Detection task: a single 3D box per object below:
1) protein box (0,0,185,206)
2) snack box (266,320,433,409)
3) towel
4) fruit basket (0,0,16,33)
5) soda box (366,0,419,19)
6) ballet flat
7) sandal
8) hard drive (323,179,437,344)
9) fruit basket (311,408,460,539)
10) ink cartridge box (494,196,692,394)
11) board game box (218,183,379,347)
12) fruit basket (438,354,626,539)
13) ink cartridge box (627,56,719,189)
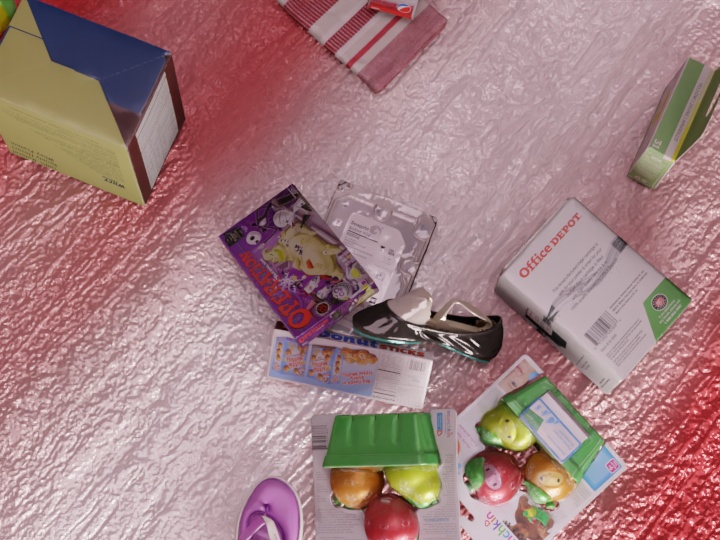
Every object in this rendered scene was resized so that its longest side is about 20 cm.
[{"bbox_3d":[-0.338,-0.205,1.728,0.197,0.200,0.136,22,73,4],"label":"protein box"},{"bbox_3d":[-0.014,0.116,1.713,0.198,0.024,0.072,12,118,1],"label":"snack box"},{"bbox_3d":[-0.001,-0.348,1.879,0.200,0.023,0.144,43,77,11],"label":"towel"},{"bbox_3d":[-0.557,-0.356,1.801,0.213,0.156,0.217,-4,66,9],"label":"fruit basket"},{"bbox_3d":[0.064,-0.439,1.870,0.069,0.064,0.201,15,63,-1],"label":"soda box"},{"bbox_3d":[0.087,0.059,1.707,0.198,0.068,0.069,12,113,-23],"label":"ballet flat"},{"bbox_3d":[-0.120,0.342,1.648,0.082,0.050,0.204,16,73,3],"label":"sandal"},{"bbox_3d":[0.000,0.000,1.764,0.139,0.038,0.201,22,73,4],"label":"hard drive"},{"bbox_3d":[0.032,0.267,1.645,0.184,0.094,0.202,-6,88,21],"label":"fruit basket"},{"bbox_3d":[0.286,0.030,1.741,0.200,0.083,0.147,43,76,9],"label":"ink cartridge box"},{"bbox_3d":[-0.078,-0.009,1.725,0.120,0.032,0.200,-38,55,-3],"label":"board game box"},{"bbox_3d":[0.188,0.232,1.673,0.200,0.094,0.185,-40,78,-9],"label":"fruit basket"},{"bbox_3d":[0.406,-0.202,1.756,0.048,0.200,0.146,26,74,4],"label":"ink cartridge box"}]
